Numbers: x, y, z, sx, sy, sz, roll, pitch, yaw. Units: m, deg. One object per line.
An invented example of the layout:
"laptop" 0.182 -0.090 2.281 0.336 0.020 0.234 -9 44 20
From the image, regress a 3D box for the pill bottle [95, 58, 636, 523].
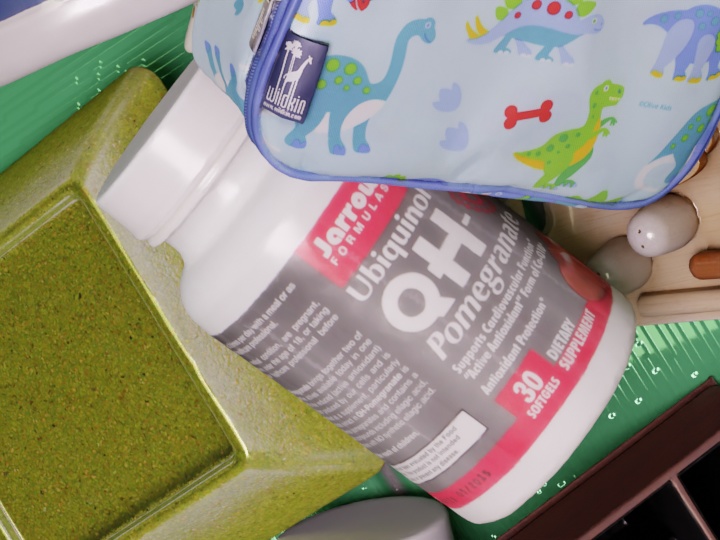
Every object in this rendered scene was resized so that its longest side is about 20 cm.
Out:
"pill bottle" 0.000 0.000 0.908 0.200 0.111 0.111 36 109 -10

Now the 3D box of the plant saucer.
"plant saucer" -0.118 0.048 1.003 0.200 0.048 0.200 -34 86 31

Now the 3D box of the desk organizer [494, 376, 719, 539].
"desk organizer" 0.102 0.126 0.938 0.200 0.077 0.072 -35 95 -17

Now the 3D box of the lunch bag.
"lunch bag" 0.050 -0.108 0.825 0.199 0.083 0.161 8 118 -31

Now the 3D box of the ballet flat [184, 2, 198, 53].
"ballet flat" -0.040 -0.079 0.983 0.070 0.071 0.201 -10 100 15

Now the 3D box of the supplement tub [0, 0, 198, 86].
"supplement tub" -0.124 -0.183 0.866 0.144 0.144 0.201 -21 98 17

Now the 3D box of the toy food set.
"toy food set" 0.139 -0.043 0.922 0.199 0.060 0.144 -6 103 36

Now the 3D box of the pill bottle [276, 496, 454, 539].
"pill bottle" 0.021 0.205 1.013 0.109 0.109 0.201 -9 101 15
